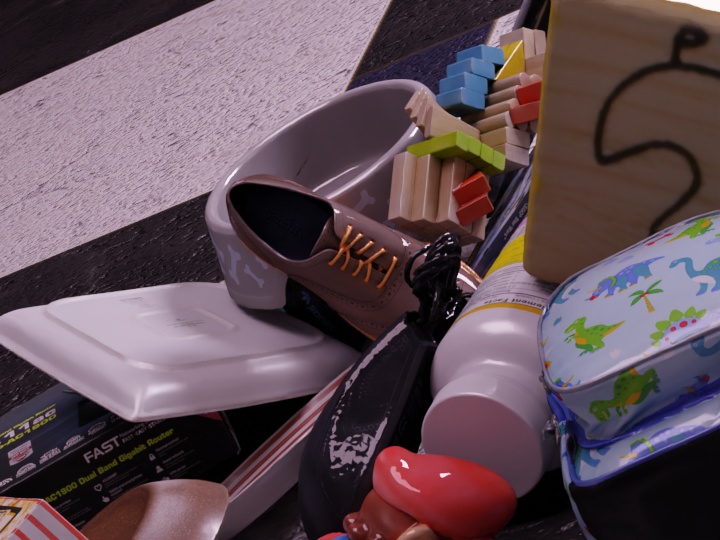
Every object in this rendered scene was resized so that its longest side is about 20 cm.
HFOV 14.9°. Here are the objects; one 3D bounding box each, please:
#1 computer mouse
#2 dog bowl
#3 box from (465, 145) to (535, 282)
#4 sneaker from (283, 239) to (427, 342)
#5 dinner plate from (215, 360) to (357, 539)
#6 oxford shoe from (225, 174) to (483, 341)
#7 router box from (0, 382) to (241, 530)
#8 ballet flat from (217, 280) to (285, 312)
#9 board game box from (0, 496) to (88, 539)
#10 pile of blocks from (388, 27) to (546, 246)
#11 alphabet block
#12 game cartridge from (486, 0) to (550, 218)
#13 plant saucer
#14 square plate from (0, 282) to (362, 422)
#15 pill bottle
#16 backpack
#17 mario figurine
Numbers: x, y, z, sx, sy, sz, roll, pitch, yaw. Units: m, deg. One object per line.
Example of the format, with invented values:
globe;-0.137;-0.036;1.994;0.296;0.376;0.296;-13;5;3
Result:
computer mouse;0.008;0.082;1.581;0.053;0.139;0.200;17;66;15
dog bowl;-0.017;-0.057;1.857;0.200;0.059;0.200;-26;24;12
box;0.120;-0.047;1.807;0.137;0.040;0.200;-56;2;34
sneaker;0.001;0.022;1.849;0.111;0.077;0.200;-31;26;18
dinner plate;-0.045;0.113;1.680;0.200;0.024;0.200;-44;3;2
oxford shoe;0.000;0.000;1.717;0.071;0.200;0.073;-64;-15;-2
router box;-0.186;0.122;1.869;0.200;0.062;0.150;-29;17;-1
ballet flat;-0.090;0.037;1.982;0.199;0.068;0.062;-25;-11;1
board game box;-0.249;0.206;1.661;0.152;0.046;0.200;-50;13;-15
pile of blocks;0.084;-0.100;1.779;0.062;0.082;0.200;-16;35;43
alphabet block;0.218;-0.096;1.543;0.199;0.196;0.196;13;32;15
game cartridge;0.119;-0.139;1.935;0.201;0.040;0.133;-69;-10;14
plant saucer;-0.158;0.190;1.603;0.200;0.037;0.200;-44;12;12
square plate;-0.119;0.047;1.821;0.200;0.029;0.198;-8;21;-36
pill bottle;0.104;0.047;1.583;0.104;0.104;0.200;-16;23;34
backpack;0.178;0.056;1.391;0.183;0.147;0.200;-25;16;4
mario figurine;0.006;0.182;1.461;0.200;0.106;0.124;-39;55;3
